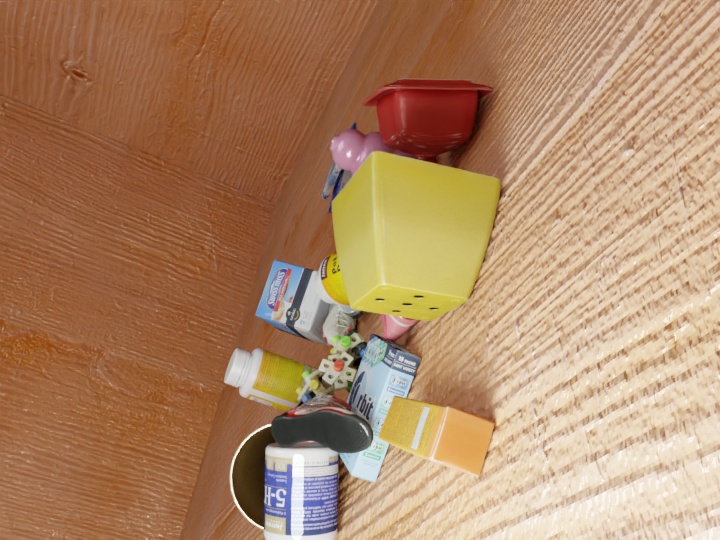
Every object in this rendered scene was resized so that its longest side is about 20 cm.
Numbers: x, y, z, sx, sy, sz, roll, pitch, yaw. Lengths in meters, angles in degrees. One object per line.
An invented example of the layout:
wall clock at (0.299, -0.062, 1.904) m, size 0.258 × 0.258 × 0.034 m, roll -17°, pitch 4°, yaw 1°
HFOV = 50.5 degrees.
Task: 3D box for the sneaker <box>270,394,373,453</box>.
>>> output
sneaker at (-0.036, 0.230, 1.180) m, size 0.200 × 0.108 × 0.068 m, roll -10°, pitch 96°, yaw 41°

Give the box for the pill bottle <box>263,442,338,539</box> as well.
pill bottle at (-0.095, 0.381, 1.221) m, size 0.120 × 0.119 × 0.202 m, roll 157°, pitch 114°, yaw -72°

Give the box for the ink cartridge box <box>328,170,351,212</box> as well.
ink cartridge box at (-0.044, -0.264, 2.224) m, size 0.094 × 0.044 × 0.201 m, roll 124°, pitch 162°, yaw -50°

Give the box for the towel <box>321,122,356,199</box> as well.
towel at (-0.060, -0.316, 2.218) m, size 0.147 × 0.024 × 0.201 m, roll -80°, pitch 16°, yaw -53°

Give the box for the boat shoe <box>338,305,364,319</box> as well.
boat shoe at (0.000, 0.000, 1.573) m, size 0.064 × 0.070 × 0.201 m, roll 44°, pitch -121°, yaw -63°

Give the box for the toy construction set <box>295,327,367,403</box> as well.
toy construction set at (-0.047, 0.178, 1.385) m, size 0.131 × 0.092 × 0.200 m, roll -30°, pitch -12°, yaw -23°

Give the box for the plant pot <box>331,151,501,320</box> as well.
plant pot at (0.073, -0.034, 1.110) m, size 0.200 × 0.199 × 0.178 m, roll 138°, pitch 139°, yaw -63°

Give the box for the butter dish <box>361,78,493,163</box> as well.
butter dish at (0.113, -0.248, 1.334) m, size 0.200 × 0.198 × 0.149 m, roll -168°, pitch 75°, yaw -78°

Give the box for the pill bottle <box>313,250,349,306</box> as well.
pill bottle at (-0.006, 0.002, 1.436) m, size 0.200 × 0.109 × 0.110 m, roll -27°, pitch 42°, yaw 52°

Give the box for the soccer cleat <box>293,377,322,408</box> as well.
soccer cleat at (-0.110, 0.293, 1.559) m, size 0.068 × 0.081 × 0.201 m, roll 127°, pitch 160°, yaw -49°

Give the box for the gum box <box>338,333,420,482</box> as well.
gum box at (0.021, 0.214, 1.227) m, size 0.170 × 0.044 × 0.201 m, roll -164°, pitch 93°, yaw -77°

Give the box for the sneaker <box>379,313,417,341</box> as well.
sneaker at (0.055, 0.038, 1.295) m, size 0.201 × 0.073 × 0.087 m, roll -87°, pitch 20°, yaw -52°

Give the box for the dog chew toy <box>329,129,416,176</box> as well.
dog chew toy at (0.036, -0.208, 1.465) m, size 0.124 × 0.199 × 0.125 m, roll -159°, pitch 90°, yaw -76°

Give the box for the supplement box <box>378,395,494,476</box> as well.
supplement box at (0.087, 0.197, 0.936) m, size 0.200 × 0.066 × 0.069 m, roll 158°, pitch 131°, yaw -72°

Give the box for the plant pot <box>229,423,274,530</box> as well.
plant pot at (-0.126, 0.355, 1.386) m, size 0.200 × 0.185 × 0.188 m, roll 61°, pitch -131°, yaw -87°

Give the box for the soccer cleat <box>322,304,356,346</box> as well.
soccer cleat at (-0.037, 0.098, 1.601) m, size 0.078 × 0.069 × 0.200 m, roll -61°, pitch 12°, yaw 21°

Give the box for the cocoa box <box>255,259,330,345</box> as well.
cocoa box at (-0.130, 0.075, 1.702) m, size 0.200 × 0.130 × 0.134 m, roll 54°, pitch -127°, yaw -73°

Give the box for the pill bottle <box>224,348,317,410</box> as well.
pill bottle at (-0.191, 0.240, 1.673) m, size 0.109 × 0.199 × 0.110 m, roll -159°, pitch 90°, yaw -77°
